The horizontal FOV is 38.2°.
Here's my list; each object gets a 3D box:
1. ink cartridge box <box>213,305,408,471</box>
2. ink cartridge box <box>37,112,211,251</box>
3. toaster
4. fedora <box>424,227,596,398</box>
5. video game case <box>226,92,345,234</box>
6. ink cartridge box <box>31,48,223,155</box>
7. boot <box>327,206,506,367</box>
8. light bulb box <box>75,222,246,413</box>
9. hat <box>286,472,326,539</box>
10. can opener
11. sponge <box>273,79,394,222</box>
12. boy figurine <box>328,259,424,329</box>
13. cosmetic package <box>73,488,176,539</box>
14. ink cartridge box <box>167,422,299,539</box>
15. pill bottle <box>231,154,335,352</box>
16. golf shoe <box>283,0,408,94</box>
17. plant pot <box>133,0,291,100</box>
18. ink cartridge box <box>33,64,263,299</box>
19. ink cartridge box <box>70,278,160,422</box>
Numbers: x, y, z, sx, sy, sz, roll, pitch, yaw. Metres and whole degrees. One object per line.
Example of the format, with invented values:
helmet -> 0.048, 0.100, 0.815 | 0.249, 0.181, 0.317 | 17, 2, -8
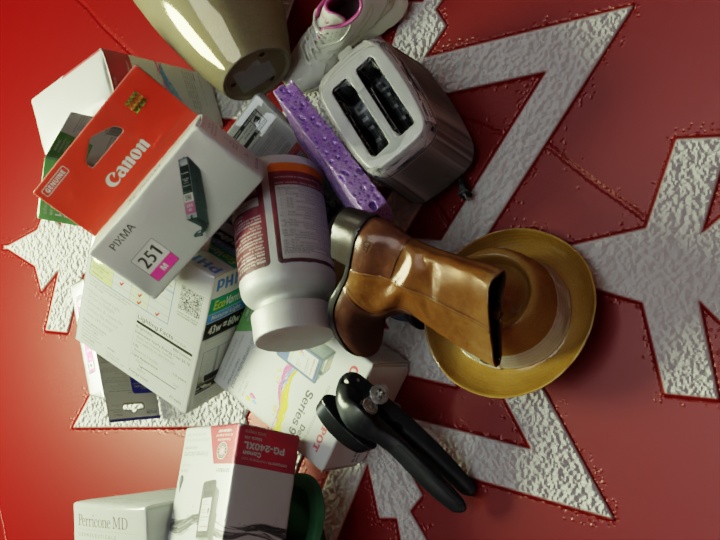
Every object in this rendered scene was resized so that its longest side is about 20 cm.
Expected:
ink cartridge box -> -0.060, 0.120, 1.237 | 0.199, 0.087, 0.146 | 34, 106, 29
ink cartridge box -> -0.259, -0.105, 1.216 | 0.146, 0.198, 0.085 | -95, 19, -62
toaster -> 0.040, -0.161, 1.147 | 0.113, 0.129, 0.201 | -37, 67, 18
fedora -> 0.140, 0.032, 1.074 | 0.199, 0.082, 0.203 | -15, 61, 29
video game case -> -0.120, -0.085, 1.298 | 0.182, 0.023, 0.200 | 45, 113, 8
ink cartridge box -> -0.301, -0.205, 1.361 | 0.147, 0.199, 0.086 | -27, 73, 31
boot -> 0.063, 0.043, 1.052 | 0.199, 0.068, 0.190 | 25, 127, 31
light bulb box -> -0.233, 0.031, 1.294 | 0.197, 0.125, 0.202 | 29, 120, 21
hat -> -0.050, 0.371, 1.255 | 0.201, 0.175, 0.165 | -56, 29, -1
can opener -> 0.047, 0.186, 1.132 | 0.199, 0.064, 0.079 | 37, 145, -4
sponge -> -0.025, -0.112, 1.159 | 0.030, 0.112, 0.201 | -34, 64, -5
boy figurine -> 0.000, 0.000, 1.212 | 0.199, 0.064, 0.126 | 21, 90, 31
cosmetic package -> -0.244, 0.381, 1.296 | 0.164, 0.164, 0.202 | -10, 82, 42
ink cartridge box -> -0.150, 0.283, 1.179 | 0.145, 0.083, 0.202 | -16, 61, 54
pill bottle -> -0.085, -0.018, 1.163 | 0.109, 0.109, 0.202 | -22, 66, 33
golf shoe -> -0.037, -0.288, 1.243 | 0.200, 0.091, 0.076 | -39, 67, 29
plant pot -> -0.168, -0.315, 1.281 | 0.187, 0.187, 0.201 | -41, 66, 27
ink cartridge box -> -0.230, -0.091, 1.118 | 0.200, 0.173, 0.044 | -45, 24, 20
ink cartridge box -> -0.336, 0.111, 1.431 | 0.037, 0.094, 0.202 | -24, 73, 32
